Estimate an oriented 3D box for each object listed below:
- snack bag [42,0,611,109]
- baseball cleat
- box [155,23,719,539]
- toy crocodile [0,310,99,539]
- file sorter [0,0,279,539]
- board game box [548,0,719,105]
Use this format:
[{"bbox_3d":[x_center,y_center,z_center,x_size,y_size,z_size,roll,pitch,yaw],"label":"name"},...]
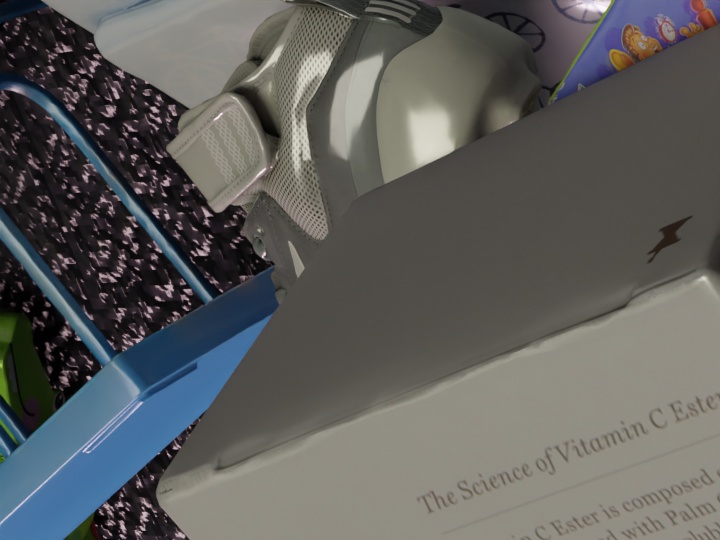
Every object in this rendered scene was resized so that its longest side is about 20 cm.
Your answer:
[{"bbox_3d":[-0.013,-0.086,0.770,0.200,0.021,0.188,33,146,-33],"label":"snack bag"},{"bbox_3d":[0.000,0.000,0.814,0.106,0.070,0.200,24,134,18],"label":"baseball cleat"},{"bbox_3d":[0.088,0.064,0.619,0.152,0.106,0.200,-24,112,41],"label":"box"},{"bbox_3d":[-0.115,0.100,1.043,0.067,0.062,0.200,2,118,26],"label":"toy crocodile"},{"bbox_3d":[-0.125,0.025,0.900,0.200,0.139,0.123,-43,83,31],"label":"file sorter"},{"bbox_3d":[0.129,-0.113,0.620,0.045,0.134,0.200,41,137,9],"label":"board game box"}]
